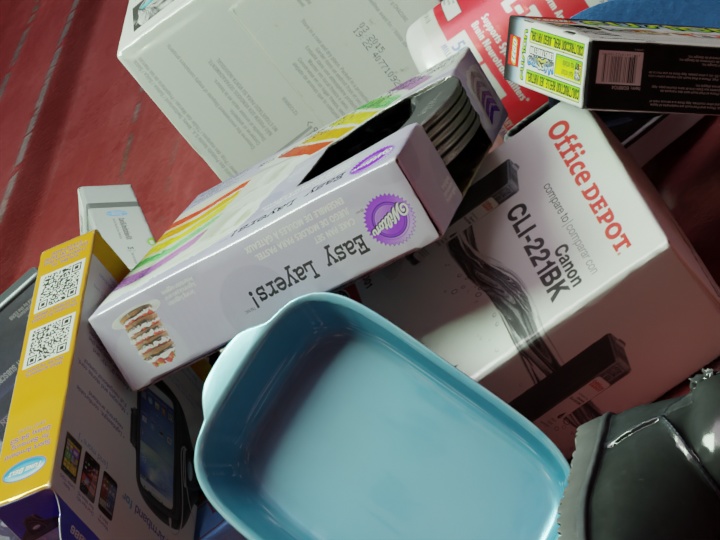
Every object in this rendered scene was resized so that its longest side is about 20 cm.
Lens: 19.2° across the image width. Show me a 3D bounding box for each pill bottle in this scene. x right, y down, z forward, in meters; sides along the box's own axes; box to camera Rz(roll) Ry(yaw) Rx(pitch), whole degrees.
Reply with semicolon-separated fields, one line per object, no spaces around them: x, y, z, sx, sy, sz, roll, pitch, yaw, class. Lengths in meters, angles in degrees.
0.137;-0.164;1.354;0.199;0.112;0.112;-35;21;12;pill bottle

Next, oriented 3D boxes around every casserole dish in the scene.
0.014;0.097;0.987;0.122;0.199;0.039;-57;-21;2;casserole dish

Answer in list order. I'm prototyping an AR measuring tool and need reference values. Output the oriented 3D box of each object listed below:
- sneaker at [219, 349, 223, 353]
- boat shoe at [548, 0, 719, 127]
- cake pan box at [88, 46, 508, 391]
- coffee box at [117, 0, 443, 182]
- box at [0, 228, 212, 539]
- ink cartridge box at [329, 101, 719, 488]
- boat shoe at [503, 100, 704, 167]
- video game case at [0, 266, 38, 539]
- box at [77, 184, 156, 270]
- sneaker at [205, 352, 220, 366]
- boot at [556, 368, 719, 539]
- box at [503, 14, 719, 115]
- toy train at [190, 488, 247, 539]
0.000;0.000;1.207;0.200;0.080;0.074;-45;20;-18;sneaker
0.191;-0.128;1.190;0.198;0.069;0.085;-9;54;-13;boat shoe
-0.024;-0.030;1.094;0.199;0.053;0.184;-26;15;25;cake pan box
-0.030;-0.166;1.515;0.199;0.200;0.198;-35;21;12;coffee box
-0.127;0.090;1.063;0.041;0.119;0.201;-19;39;22;box
0.072;0.025;1.077;0.199;0.084;0.145;-35;37;9;ink cartridge box
0.153;-0.107;1.247;0.199;0.068;0.073;-38;21;-28;boat shoe
-0.169;0.119;1.169;0.143;0.200;0.019;-42;21;-7;video game case
-0.152;0.044;1.369;0.041;0.157;0.200;-4;17;-10;box
-0.073;0.034;1.371;0.071;0.097;0.200;-63;6;-24;sneaker
0.182;0.074;0.879;0.199;0.066;0.165;-26;26;20;boot
0.185;-0.102;1.083;0.198;0.035;0.110;1;12;-17;box
-0.074;0.149;1.124;0.199;0.087;0.114;-37;30;1;toy train
